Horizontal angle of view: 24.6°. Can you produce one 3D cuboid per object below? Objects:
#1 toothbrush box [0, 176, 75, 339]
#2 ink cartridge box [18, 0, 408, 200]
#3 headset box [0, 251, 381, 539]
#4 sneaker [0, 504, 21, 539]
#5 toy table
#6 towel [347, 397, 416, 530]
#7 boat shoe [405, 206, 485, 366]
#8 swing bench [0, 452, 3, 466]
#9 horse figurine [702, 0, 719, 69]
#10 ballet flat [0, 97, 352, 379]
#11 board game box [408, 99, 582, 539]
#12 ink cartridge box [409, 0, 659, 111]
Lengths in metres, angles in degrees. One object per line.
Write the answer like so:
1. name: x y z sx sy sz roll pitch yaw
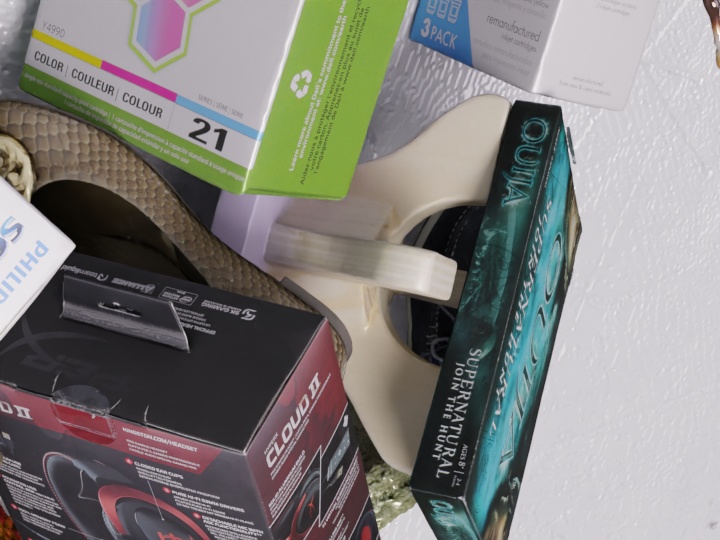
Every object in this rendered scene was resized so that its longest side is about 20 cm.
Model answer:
1. toothbrush box: -0.219 -0.050 0.616 0.200 0.146 0.085 44 78 -23
2. ink cartridge box: -0.052 -0.149 0.716 0.076 0.147 0.201 0 112 -54
3. headset box: -0.079 0.080 0.696 0.075 0.148 0.201 -59 150 -36
4. sneaker: -0.232 0.125 0.786 0.200 0.073 0.077 35 104 -33
5. toy table: 0.000 0.000 0.813 0.184 0.117 0.201 -19 120 -71
6. towel: -0.052 0.126 0.855 0.199 0.148 0.037 -29 106 -22
7. boat shoe: 0.060 0.042 0.948 0.074 0.062 0.201 2 108 -34
8. swing bench: -0.273 0.102 0.649 0.198 0.130 0.201 31 89 -10
9. horse figurine: 0.198 -0.208 0.892 0.201 0.050 0.133 -75 152 -43
10. ballet flat: -0.092 -0.003 0.715 0.200 0.067 0.046 37 48 -5
11. board game box: 0.072 0.037 0.813 0.135 0.028 0.201 65 39 -63
12. ink cartridge box: 0.106 -0.194 0.836 0.068 0.115 0.201 7 105 -35
